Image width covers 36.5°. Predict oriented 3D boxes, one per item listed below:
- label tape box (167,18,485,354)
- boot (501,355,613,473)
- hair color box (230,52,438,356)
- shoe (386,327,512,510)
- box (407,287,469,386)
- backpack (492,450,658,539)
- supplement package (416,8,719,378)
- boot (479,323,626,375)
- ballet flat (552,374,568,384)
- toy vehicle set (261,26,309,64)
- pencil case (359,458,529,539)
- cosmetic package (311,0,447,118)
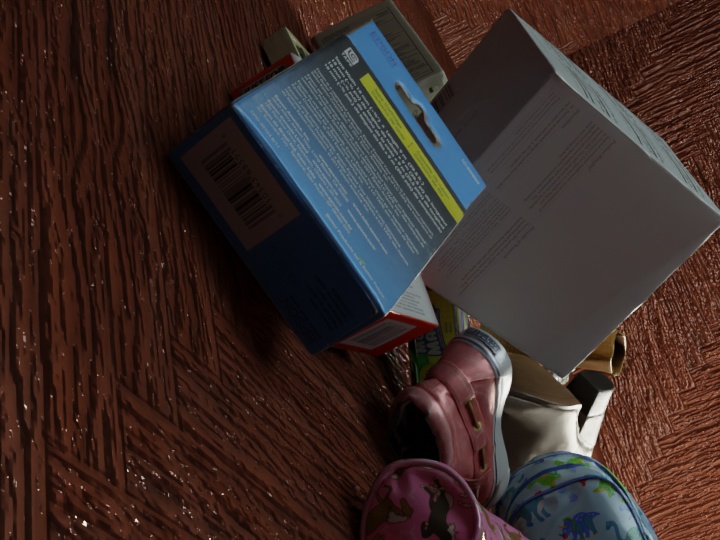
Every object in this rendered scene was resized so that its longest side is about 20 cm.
[{"bbox_3d":[-0.011,-0.060,0.684,0.145,0.063,0.200,54,33,-7],"label":"label tape box"},{"bbox_3d":[0.150,0.157,1.014,0.198,0.147,0.070,9,30,-36],"label":"boot"},{"bbox_3d":[-0.019,-0.045,0.791,0.101,0.061,0.203,20,48,-60],"label":"hair color box"},{"bbox_3d":[0.066,0.141,0.854,0.071,0.091,0.202,33,-37,31],"label":"shoe"},{"bbox_3d":[0.069,0.046,0.977,0.200,0.048,0.119,-62,148,-68],"label":"box"},{"bbox_3d":[0.189,0.253,0.929,0.154,0.161,0.203,48,24,-67],"label":"backpack"},{"bbox_3d":[0.145,-0.061,0.896,0.199,0.192,0.148,33,22,-24],"label":"supplement package"},{"bbox_3d":[0.201,0.075,1.127,0.201,0.142,0.072,5,95,-78],"label":"boot"},{"bbox_3d":[0.416,0.201,2.274,0.073,0.071,0.200,67,12,1],"label":"ballet flat"},{"bbox_3d":[-0.019,-0.107,0.978,0.202,0.026,0.124,65,10,15],"label":"toy vehicle set"},{"bbox_3d":[0.066,0.190,0.719,0.200,0.085,0.084,50,51,-54],"label":"pencil case"},{"bbox_3d":[0.027,-0.189,1.121,0.201,0.102,0.088,-111,175,-53],"label":"cosmetic package"}]
